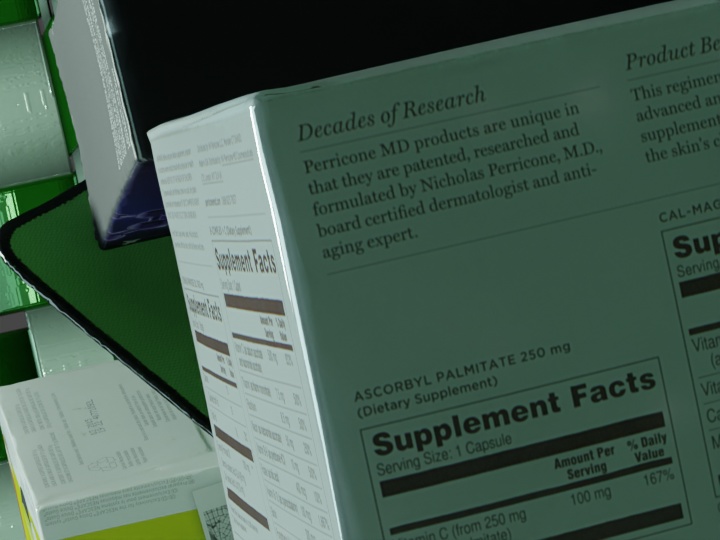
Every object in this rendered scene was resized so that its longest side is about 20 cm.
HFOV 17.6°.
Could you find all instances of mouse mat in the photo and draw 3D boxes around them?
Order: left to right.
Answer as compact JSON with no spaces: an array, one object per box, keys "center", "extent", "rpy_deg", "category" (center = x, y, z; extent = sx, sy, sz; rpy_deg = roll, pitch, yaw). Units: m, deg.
[{"center":[0.000,0.000,0.753],"extent":[0.161,0.200,0.008],"rpy_deg":[38,132,17],"category":"mouse mat"}]

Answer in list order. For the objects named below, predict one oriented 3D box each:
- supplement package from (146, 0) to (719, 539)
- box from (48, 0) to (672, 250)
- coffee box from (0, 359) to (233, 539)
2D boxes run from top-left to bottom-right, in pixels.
[{"center":[0.068,-0.002,0.510],"extent":[0.156,0.199,0.111],"rpy_deg":[-175,73,-77],"category":"supplement package"},{"center":[0.018,-0.072,0.674],"extent":[0.141,0.199,0.079],"rpy_deg":[148,109,-78],"category":"box"},{"center":[-0.119,0.180,1.555],"extent":[0.200,0.199,0.199],"rpy_deg":[-128,28,-64],"category":"coffee box"}]
